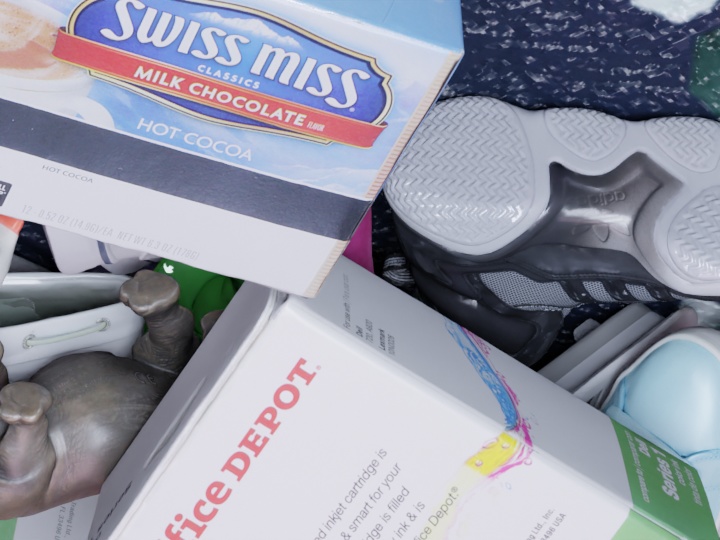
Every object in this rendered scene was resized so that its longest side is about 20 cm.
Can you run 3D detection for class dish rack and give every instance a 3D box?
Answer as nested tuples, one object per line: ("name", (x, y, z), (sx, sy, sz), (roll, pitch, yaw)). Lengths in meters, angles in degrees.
("dish rack", (0.074, 0.110, 1.141), (0.043, 0.171, 0.201), (31, 129, 23))

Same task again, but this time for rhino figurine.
("rhino figurine", (-0.138, 0.066, 1.008), (0.199, 0.060, 0.088), (-17, 142, -13))

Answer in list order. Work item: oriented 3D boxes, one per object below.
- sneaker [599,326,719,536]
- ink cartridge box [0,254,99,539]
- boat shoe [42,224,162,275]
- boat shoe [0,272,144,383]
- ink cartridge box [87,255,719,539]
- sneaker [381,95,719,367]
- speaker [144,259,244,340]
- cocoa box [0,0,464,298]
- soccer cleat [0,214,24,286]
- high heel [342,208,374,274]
("sneaker", (0.100, 0.116, 1.054), (0.074, 0.201, 0.082), (30, -166, 19))
("ink cartridge box", (-0.124, 0.097, 1.163), (0.199, 0.146, 0.087), (25, 146, -29))
("boat shoe", (-0.086, -0.039, 0.984), (0.065, 0.074, 0.200), (-15, 180, 4))
("boat shoe", (-0.184, 0.023, 1.044), (0.199, 0.074, 0.067), (-1, 122, -28))
("ink cartridge box", (0.014, 0.098, 0.961), (0.199, 0.084, 0.145), (31, 110, -13))
("sneaker", (0.104, -0.008, 1.049), (0.199, 0.076, 0.114), (10, 148, 1))
("speaker", (-0.012, 0.057, 1.146), (0.088, 0.089, 0.200), (-18, 141, 31))
("cocoa box", (-0.080, -0.101, 0.855), (0.199, 0.134, 0.131), (16, 135, -18))
("soccer cleat", (-0.176, -0.005, 0.937), (0.069, 0.078, 0.200), (36, 175, -16))
("high heel", (0.000, 0.000, 1.035), (0.096, 0.067, 0.201), (-12, 123, -32))
